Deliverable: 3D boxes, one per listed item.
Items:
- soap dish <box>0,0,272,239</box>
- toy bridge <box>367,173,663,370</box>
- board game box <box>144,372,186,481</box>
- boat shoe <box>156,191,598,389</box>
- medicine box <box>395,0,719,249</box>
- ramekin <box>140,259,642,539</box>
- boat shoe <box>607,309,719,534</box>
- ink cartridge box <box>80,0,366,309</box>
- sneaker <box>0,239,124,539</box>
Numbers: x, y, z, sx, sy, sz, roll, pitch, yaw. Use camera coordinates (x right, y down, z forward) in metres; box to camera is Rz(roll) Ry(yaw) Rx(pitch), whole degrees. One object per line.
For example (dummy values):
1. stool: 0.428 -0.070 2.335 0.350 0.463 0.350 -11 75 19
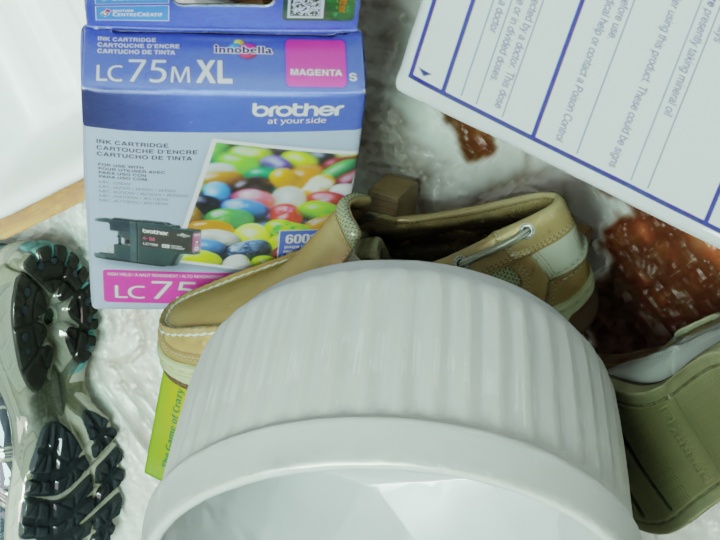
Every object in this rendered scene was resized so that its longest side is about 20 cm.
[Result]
1. soap dish: -0.128 -0.122 0.910 0.199 0.081 0.158 -23 98 32
2. toy bridge: 0.088 0.012 0.881 0.198 0.027 0.068 16 117 20
3. board game box: -0.003 0.088 0.947 0.199 0.048 0.102 23 119 18
4. boat shoe: 0.000 0.000 0.845 0.198 0.072 0.077 -11 124 10
5. medicine box: 0.140 -0.122 0.757 0.199 0.103 0.183 27 120 15
6. ramekin: 0.015 0.084 0.786 0.198 0.106 0.201 4 144 3
7. boat shoe: 0.146 0.058 0.803 0.075 0.068 0.200 62 158 0
8. ink cartridge box: -0.061 -0.050 0.846 0.118 0.042 0.201 0 144 -6
9. sneaker: -0.181 0.078 1.032 0.086 0.077 0.202 10 107 37
